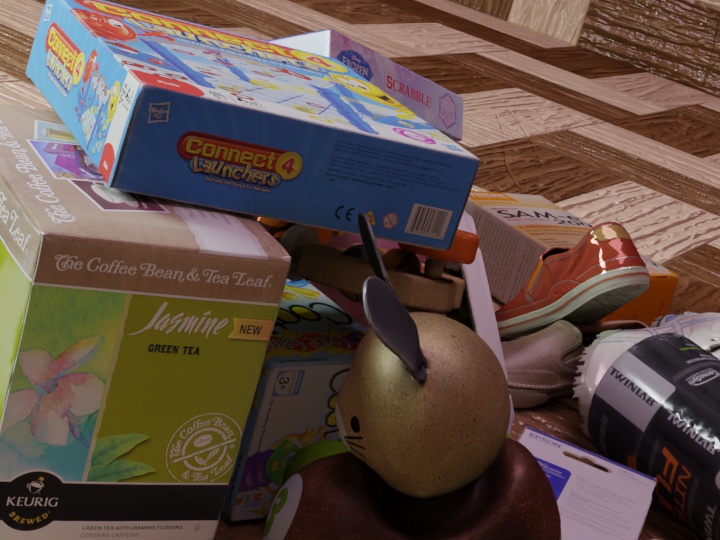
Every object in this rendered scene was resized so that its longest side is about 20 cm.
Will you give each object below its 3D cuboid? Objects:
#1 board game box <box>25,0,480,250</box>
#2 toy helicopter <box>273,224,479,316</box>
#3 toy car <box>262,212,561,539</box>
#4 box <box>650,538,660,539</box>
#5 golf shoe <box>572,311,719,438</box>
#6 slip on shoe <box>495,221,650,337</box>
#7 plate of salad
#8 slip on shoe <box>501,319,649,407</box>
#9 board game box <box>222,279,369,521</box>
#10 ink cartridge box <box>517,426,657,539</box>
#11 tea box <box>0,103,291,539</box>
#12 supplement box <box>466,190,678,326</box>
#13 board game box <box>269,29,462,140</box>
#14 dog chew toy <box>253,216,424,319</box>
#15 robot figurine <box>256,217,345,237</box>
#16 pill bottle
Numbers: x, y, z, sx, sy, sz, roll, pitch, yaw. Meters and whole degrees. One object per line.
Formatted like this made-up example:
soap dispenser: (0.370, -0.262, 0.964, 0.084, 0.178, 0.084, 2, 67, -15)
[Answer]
board game box: (-0.066, -0.087, 0.807, 0.199, 0.056, 0.196, 10, 19, -30)
toy helicopter: (0.000, 0.000, 0.904, 0.132, 0.079, 0.200, 12, 4, 1)
toy car: (0.015, 0.080, 0.728, 0.157, 0.201, 0.164, -11, 25, 0)
box: (0.183, 0.220, 0.705, 0.068, 0.082, 0.200, 13, 18, -7)
golf shoe: (0.244, 0.072, 1.102, 0.097, 0.079, 0.200, -11, 9, 47)
slip on shoe: (0.166, 0.013, 1.170, 0.074, 0.061, 0.200, -5, -15, -23)
plate of salad: (0.069, 0.037, 0.987, 0.048, 0.201, 0.200, -12, 19, 4)
slip on shoe: (0.152, 0.068, 1.138, 0.199, 0.061, 0.076, 5, 22, -29)
board game box: (-0.079, 0.058, 0.908, 0.103, 0.105, 0.200, 1, 24, -39)
ink cartridge box: (0.119, 0.162, 0.883, 0.099, 0.039, 0.200, 21, 21, 15)
tea box: (-0.154, 0.036, 0.768, 0.133, 0.197, 0.200, 5, 22, -30)
supplement box: (0.180, -0.006, 1.351, 0.126, 0.074, 0.200, 1, 23, -39)
board game box: (-0.048, -0.142, 1.216, 0.199, 0.041, 0.199, -4, -12, 34)
dog chew toy: (-0.008, -0.019, 1.176, 0.124, 0.125, 0.200, 24, 12, 23)
robot figurine: (-0.055, -0.063, 0.996, 0.145, 0.058, 0.200, 19, 4, 17)
pill bottle: (0.253, 0.132, 0.965, 0.106, 0.107, 0.200, 2, 24, -35)
